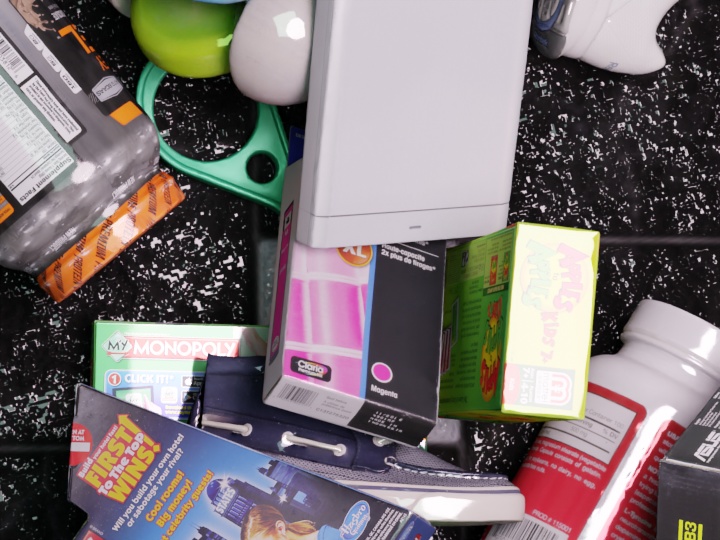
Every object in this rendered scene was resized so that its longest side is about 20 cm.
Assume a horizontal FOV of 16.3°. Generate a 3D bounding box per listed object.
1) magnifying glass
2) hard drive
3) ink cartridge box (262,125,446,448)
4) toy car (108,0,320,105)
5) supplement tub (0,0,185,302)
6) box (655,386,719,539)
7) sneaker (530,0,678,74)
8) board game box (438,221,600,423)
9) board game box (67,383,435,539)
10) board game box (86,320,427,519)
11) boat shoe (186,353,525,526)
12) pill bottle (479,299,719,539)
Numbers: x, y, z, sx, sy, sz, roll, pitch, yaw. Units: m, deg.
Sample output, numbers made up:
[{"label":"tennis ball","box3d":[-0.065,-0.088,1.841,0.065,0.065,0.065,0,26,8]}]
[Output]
[{"label":"magnifying glass","box3d":[-0.054,-0.055,1.493,0.080,0.022,0.200,-44,92,-10]},{"label":"hard drive","box3d":[0.033,-0.115,1.393,0.132,0.027,0.200,-5,109,-31]},{"label":"ink cartridge box","box3d":[0.000,0.000,1.429,0.095,0.037,0.200,17,49,-17]},{"label":"toy car","box3d":[-0.061,-0.205,1.410,0.175,0.150,0.200,36,79,32]},{"label":"supplement tub","box3d":[-0.198,-0.088,1.416,0.122,0.123,0.200,-40,94,-10]},{"label":"box","box3d":[0.215,0.152,1.406,0.047,0.200,0.194,8,116,25]},{"label":"sneaker","box3d":[0.170,-0.211,1.506,0.087,0.074,0.200,20,92,-20]},{"label":"board game box","box3d":[0.083,0.033,1.416,0.047,0.200,0.102,6,85,-9]},{"label":"board game box","box3d":[-0.099,0.162,1.361,0.200,0.062,0.200,34,86,20]},{"label":"board game box","box3d":[-0.059,0.099,1.475,0.199,0.029,0.135,2,85,-9]},{"label":"boat shoe","box3d":[-0.005,0.094,1.422,0.199,0.075,0.093,4,82,2]},{"label":"pill bottle","box3d":[0.153,0.123,1.467,0.112,0.112,0.200,31,82,-6]}]
